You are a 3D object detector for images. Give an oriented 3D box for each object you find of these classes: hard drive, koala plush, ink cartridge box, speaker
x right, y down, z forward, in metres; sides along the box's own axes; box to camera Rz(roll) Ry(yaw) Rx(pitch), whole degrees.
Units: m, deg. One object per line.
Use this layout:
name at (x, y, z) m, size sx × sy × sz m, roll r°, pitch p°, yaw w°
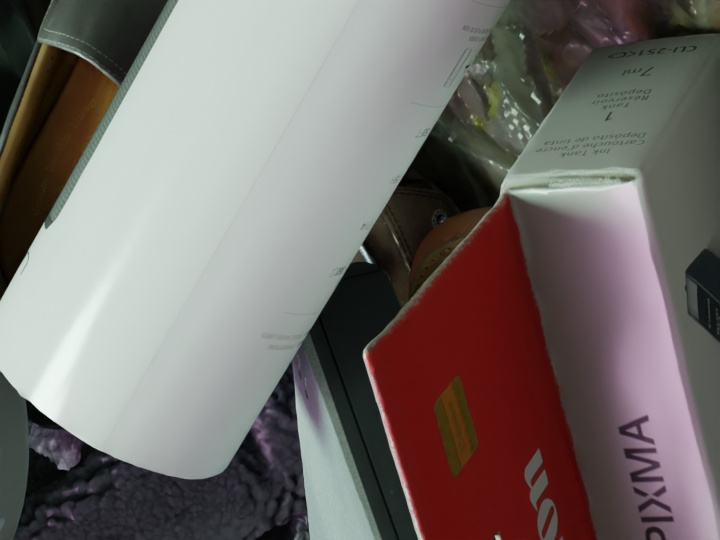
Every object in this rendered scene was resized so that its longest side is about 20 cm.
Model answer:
hard drive at (0.015, 0.116, 0.798) m, size 0.201 × 0.033 × 0.140 m, roll 86°, pitch 167°, yaw -45°
koala plush at (-0.066, 0.063, 1.008) m, size 0.178 × 0.184 × 0.200 m, roll 50°, pitch 176°, yaw -33°
ink cartridge box at (0.076, 0.064, 0.711) m, size 0.044 × 0.176 × 0.201 m, roll -5°, pitch 115°, yaw 26°
speaker at (-0.022, -0.044, 0.724) m, size 0.081 × 0.081 × 0.201 m, roll 37°, pitch 108°, yaw 18°

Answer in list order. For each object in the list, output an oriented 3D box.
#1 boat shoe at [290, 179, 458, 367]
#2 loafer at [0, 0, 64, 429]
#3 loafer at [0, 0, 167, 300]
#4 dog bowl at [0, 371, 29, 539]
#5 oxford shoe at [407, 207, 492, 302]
boat shoe at (0.000, 0.000, 0.871) m, size 0.200 × 0.072 × 0.072 m, roll 51°, pitch 175°, yaw -5°
loafer at (-0.106, -0.046, 0.914) m, size 0.072 × 0.063 × 0.201 m, roll -26°, pitch 76°, yaw 36°
loafer at (-0.061, -0.066, 0.793) m, size 0.073 × 0.072 × 0.201 m, roll 26°, pitch 110°, yaw 16°
dog bowl at (-0.186, 0.038, 0.870) m, size 0.199 × 0.059 × 0.201 m, roll 16°, pitch 116°, yaw 35°
oxford shoe at (0.067, 0.081, 0.816) m, size 0.071 × 0.073 × 0.201 m, roll -25°, pitch 112°, yaw 18°
